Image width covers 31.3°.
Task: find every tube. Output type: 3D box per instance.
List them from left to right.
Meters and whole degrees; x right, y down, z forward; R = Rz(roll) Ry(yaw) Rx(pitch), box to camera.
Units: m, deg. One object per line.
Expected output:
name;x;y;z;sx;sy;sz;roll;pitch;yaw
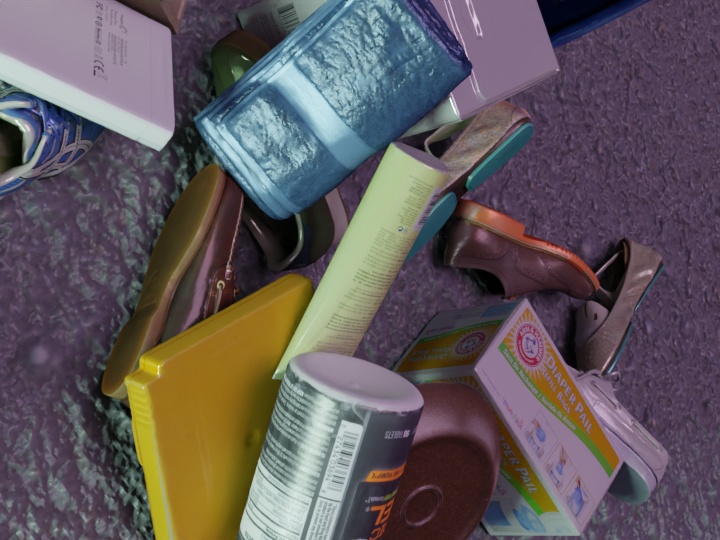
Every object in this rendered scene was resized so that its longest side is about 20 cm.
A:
tube;0.000;0.000;0.976;0.058;0.052;0.200;24;104;-11

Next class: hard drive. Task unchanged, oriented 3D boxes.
hard drive;-0.225;-0.171;0.905;0.200;0.027;0.132;24;37;-30

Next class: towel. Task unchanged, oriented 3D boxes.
towel;-0.021;-0.131;0.965;0.112;0.200;0.049;51;19;-4

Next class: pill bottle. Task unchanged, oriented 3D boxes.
pill bottle;-0.030;0.170;0.955;0.106;0.106;0.200;5;107;-42

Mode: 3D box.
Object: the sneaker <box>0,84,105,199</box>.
sneaker;-0.231;-0.096;0.906;0.200;0.077;0.076;-47;112;-40

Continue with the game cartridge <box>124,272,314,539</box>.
game cartridge;-0.093;0.124;0.979;0.176;0.032;0.200;-29;123;-42

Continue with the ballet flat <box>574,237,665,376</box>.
ballet flat;0.258;0.042;1.354;0.062;0.067;0.200;36;52;0

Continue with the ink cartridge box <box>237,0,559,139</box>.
ink cartridge box;0.031;-0.192;1.078;0.146;0.200;0.147;-29;103;-42

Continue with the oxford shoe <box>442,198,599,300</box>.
oxford shoe;0.155;-0.003;1.263;0.200;0.071;0.073;25;88;-34

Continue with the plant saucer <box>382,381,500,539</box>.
plant saucer;0.042;0.187;1.064;0.200;0.037;0.201;-16;123;-26

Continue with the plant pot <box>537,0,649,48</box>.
plant pot;0.161;-0.326;1.231;0.200;0.200;0.180;-6;80;-43

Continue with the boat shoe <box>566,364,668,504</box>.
boat shoe;0.223;0.129;1.252;0.202;0.075;0.086;42;51;6

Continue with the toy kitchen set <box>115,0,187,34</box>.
toy kitchen set;-0.219;-0.306;0.958;0.200;0.180;0.163;68;34;-70

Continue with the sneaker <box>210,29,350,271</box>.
sneaker;-0.080;-0.090;1.047;0.090;0.067;0.200;-43;114;-44

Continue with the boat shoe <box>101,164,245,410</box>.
boat shoe;-0.130;0.019;0.985;0.070;0.070;0.200;30;72;-28

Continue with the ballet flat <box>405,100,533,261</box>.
ballet flat;0.072;-0.086;1.182;0.200;0.068;0.067;-44;71;-13

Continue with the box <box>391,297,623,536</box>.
box;0.135;0.137;1.177;0.101;0.112;0.200;-48;114;-38
